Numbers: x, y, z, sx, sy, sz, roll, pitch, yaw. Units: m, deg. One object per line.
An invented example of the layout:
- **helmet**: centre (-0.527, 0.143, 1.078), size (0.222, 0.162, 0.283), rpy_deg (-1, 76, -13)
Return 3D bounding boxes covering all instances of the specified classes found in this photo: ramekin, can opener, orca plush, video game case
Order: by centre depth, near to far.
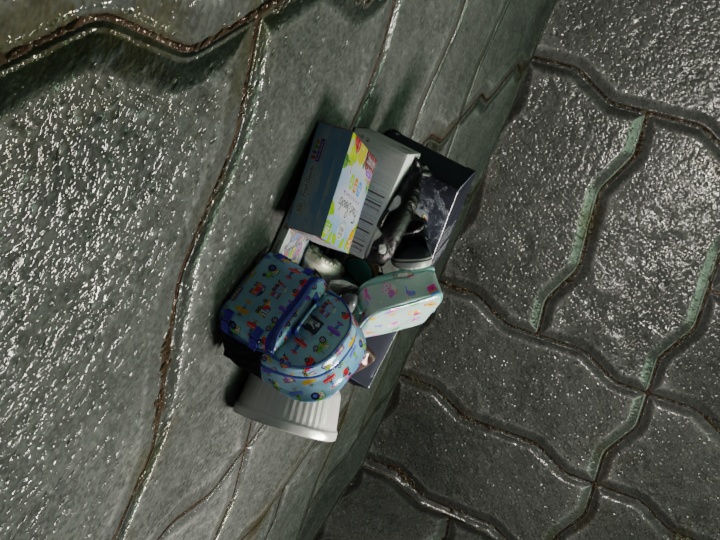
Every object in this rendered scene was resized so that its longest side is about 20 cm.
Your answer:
- **video game case**: centre (-0.121, -0.028, 1.531), size (0.203, 0.018, 0.143), rpy_deg (-66, 168, 8)
- **orca plush**: centre (0.085, -0.093, 1.632), size (0.202, 0.070, 0.106), rpy_deg (-59, 167, -22)
- **ramekin**: centre (-0.126, 0.237, 1.681), size (0.202, 0.198, 0.096), rpy_deg (44, 63, -79)
- **can opener**: centre (-0.047, 0.065, 1.702), size (0.200, 0.052, 0.068), rpy_deg (122, -22, -68)

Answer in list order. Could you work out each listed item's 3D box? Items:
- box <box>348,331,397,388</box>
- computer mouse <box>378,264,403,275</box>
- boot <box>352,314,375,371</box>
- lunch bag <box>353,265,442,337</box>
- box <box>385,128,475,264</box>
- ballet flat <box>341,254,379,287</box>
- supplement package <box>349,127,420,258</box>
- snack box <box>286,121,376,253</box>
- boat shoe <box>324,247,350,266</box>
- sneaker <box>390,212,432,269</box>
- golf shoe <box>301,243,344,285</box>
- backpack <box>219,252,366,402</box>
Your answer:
- **box**: centre (0.000, 0.147, 2.077), size (0.199, 0.116, 0.200), rpy_deg (-62, -173, -9)
- **computer mouse**: centre (0.030, -0.032, 1.798), size (0.046, 0.139, 0.202), rpy_deg (-39, 129, -25)
- **boot**: centre (-0.084, 0.150, 1.621), size (0.198, 0.073, 0.168), rpy_deg (-30, 126, 3)
- **lunch bag**: centre (0.057, 0.058, 1.705), size (0.157, 0.079, 0.200), rpy_deg (-11, 162, -16)
- **box**: centre (0.097, -0.139, 1.841), size (0.117, 0.194, 0.203), rpy_deg (-44, 158, -55)
- **ballet flat**: centre (0.000, 0.000, 1.765), size (0.063, 0.069, 0.200), rpy_deg (-43, 178, -26)
- **supplement package**: centre (0.012, -0.140, 1.659), size (0.203, 0.108, 0.114), rpy_deg (-66, 169, 14)
- **snack box**: centre (-0.042, -0.127, 1.480), size (0.200, 0.066, 0.172), rpy_deg (29, 78, -76)
- **boat shoe**: centre (-0.028, -0.029, 1.847), size (0.074, 0.062, 0.200), rpy_deg (-63, 169, -6)
- **sneaker**: centre (0.089, -0.058, 1.692), size (0.200, 0.077, 0.081), rpy_deg (-96, -179, -75)
- **golf shoe**: centre (-0.081, 0.015, 1.681), size (0.098, 0.078, 0.200), rpy_deg (-55, 168, -6)
- **backpack**: centre (-0.095, 0.092, 1.407), size (0.183, 0.198, 0.136), rpy_deg (-47, 154, -28)
